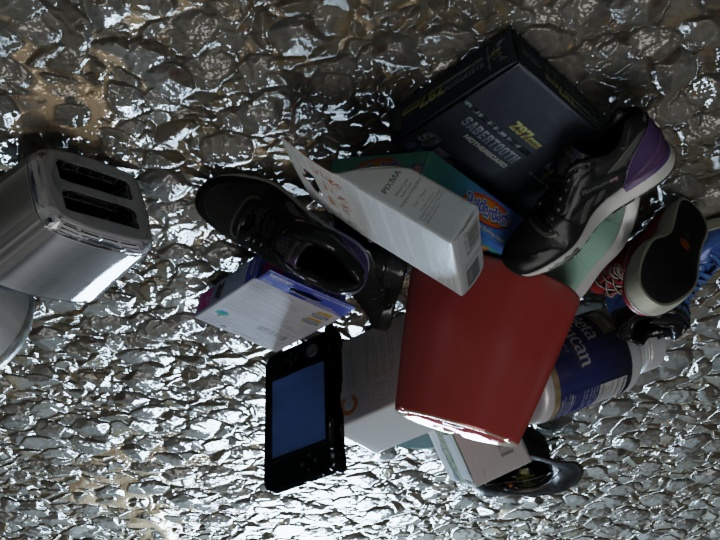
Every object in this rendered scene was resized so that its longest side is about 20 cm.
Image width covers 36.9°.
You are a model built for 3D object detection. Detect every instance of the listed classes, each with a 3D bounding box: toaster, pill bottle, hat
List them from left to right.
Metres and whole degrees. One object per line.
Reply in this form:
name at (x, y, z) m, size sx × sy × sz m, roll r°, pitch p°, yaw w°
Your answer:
toaster at (-0.310, -0.047, 1.106) m, size 0.129 × 0.114 × 0.200 m, roll -32°, pitch 151°, yaw 27°
hat at (0.246, 0.284, 1.646) m, size 0.199 × 0.081 × 0.201 m, roll -1°, pitch 152°, yaw 0°
pill bottle at (0.280, 0.111, 1.353) m, size 0.199 × 0.111 × 0.111 m, roll -16°, pitch 149°, yaw -24°

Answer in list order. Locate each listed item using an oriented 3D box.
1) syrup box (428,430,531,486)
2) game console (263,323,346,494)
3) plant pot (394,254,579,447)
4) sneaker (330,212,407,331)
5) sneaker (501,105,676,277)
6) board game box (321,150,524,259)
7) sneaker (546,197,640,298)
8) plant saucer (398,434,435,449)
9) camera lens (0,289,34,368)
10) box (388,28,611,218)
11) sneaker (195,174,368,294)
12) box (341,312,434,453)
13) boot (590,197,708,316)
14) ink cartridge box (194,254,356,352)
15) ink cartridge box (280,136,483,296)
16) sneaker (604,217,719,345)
syrup box at (0.151, 0.227, 1.412) m, size 0.081 × 0.079 × 0.200 m, roll -23°, pitch 174°, yaw -7°
game console at (-0.076, 0.146, 1.330) m, size 0.175 × 0.201 × 0.116 m, roll -24°, pitch 138°, yaw 26°
plant pot at (0.128, 0.091, 1.198) m, size 0.199 × 0.178 × 0.200 m, roll 17°, pitch 168°, yaw 4°
sneaker at (-0.001, 0.003, 1.265) m, size 0.104 × 0.060 × 0.200 m, roll 14°, pitch 151°, yaw 0°
sneaker at (0.206, -0.083, 1.061) m, size 0.200 × 0.076 × 0.088 m, roll -42°, pitch 128°, yaw 8°
board game box at (0.081, -0.058, 1.142) m, size 0.200 × 0.045 × 0.152 m, roll 30°, pitch 163°, yaw -38°
sneaker at (0.227, -0.050, 1.200) m, size 0.118 × 0.074 × 0.201 m, roll 15°, pitch 134°, yaw -8°
plant saucer at (0.104, 0.194, 1.545) m, size 0.200 × 0.039 × 0.201 m, roll -2°, pitch 144°, yaw -1°
camera lens at (-0.460, 0.019, 1.160) m, size 0.159 × 0.161 × 0.200 m, roll -11°, pitch 143°, yaw 10°
box at (0.150, -0.136, 1.094) m, size 0.157 × 0.051 × 0.200 m, roll -30°, pitch 137°, yaw 30°
sneaker at (-0.079, -0.040, 1.119) m, size 0.199 × 0.088 × 0.076 m, roll 27°, pitch 98°, yaw -4°
box at (0.065, 0.135, 1.389) m, size 0.199 × 0.125 × 0.097 m, roll -26°, pitch 139°, yaw 28°
boot at (0.301, 0.012, 1.201) m, size 0.072 × 0.200 × 0.144 m, roll 48°, pitch 130°, yaw -4°
ink cartridge box at (-0.100, 0.037, 1.267) m, size 0.119 × 0.042 × 0.200 m, roll 25°, pitch 152°, yaw -23°
ink cartridge box at (0.026, -0.065, 1.055) m, size 0.200 × 0.047 × 0.160 m, roll 33°, pitch 170°, yaw 17°
sneaker at (0.385, 0.021, 1.273) m, size 0.199 × 0.112 × 0.077 m, roll -26°, pitch 138°, yaw 27°
